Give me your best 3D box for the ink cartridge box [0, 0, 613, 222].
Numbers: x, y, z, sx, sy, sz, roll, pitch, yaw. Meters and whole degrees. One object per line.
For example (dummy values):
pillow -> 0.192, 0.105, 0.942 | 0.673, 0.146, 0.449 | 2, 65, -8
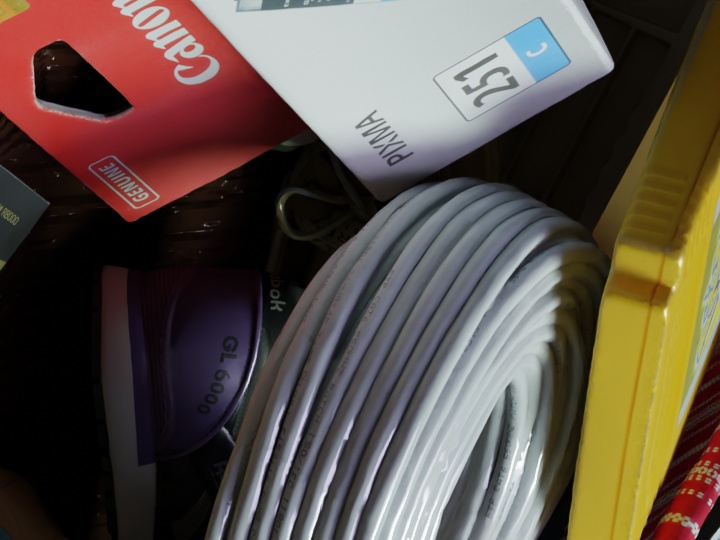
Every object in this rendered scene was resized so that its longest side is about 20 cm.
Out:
ink cartridge box -> -0.029, -0.073, 0.931 | 0.176, 0.045, 0.200 | -29, 154, 9

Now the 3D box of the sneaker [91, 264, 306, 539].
sneaker -> -0.047, 0.086, 1.086 | 0.087, 0.076, 0.201 | -3, 129, -2

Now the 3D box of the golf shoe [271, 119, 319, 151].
golf shoe -> 0.017, -0.117, 1.009 | 0.077, 0.088, 0.200 | -13, 134, -57

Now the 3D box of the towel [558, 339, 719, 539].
towel -> 0.109, 0.089, 1.169 | 0.200, 0.022, 0.145 | -58, -173, -24

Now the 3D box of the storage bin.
storage bin -> 0.122, -0.073, 1.238 | 0.200, 0.094, 0.199 | -1, 123, -59

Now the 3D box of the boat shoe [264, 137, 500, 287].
boat shoe -> 0.000, 0.000, 1.127 | 0.063, 0.073, 0.200 | -50, 160, -47

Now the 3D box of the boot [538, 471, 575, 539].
boot -> 0.033, 0.102, 1.220 | 0.200, 0.097, 0.075 | -35, 179, -36

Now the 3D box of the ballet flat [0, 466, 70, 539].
ballet flat -> -0.118, 0.140, 1.116 | 0.069, 0.063, 0.200 | -46, 154, -14

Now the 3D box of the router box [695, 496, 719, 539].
router box -> 0.063, 0.134, 1.324 | 0.200, 0.149, 0.051 | -52, 156, -5

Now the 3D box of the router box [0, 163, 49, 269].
router box -> -0.188, 0.001, 0.833 | 0.157, 0.052, 0.200 | -54, 155, -2

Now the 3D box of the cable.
cable -> 0.018, 0.066, 1.028 | 0.201, 0.069, 0.200 | -65, 161, -2

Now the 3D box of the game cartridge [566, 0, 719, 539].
game cartridge -> 0.121, -0.015, 1.078 | 0.177, 0.032, 0.200 | 92, 17, -51
